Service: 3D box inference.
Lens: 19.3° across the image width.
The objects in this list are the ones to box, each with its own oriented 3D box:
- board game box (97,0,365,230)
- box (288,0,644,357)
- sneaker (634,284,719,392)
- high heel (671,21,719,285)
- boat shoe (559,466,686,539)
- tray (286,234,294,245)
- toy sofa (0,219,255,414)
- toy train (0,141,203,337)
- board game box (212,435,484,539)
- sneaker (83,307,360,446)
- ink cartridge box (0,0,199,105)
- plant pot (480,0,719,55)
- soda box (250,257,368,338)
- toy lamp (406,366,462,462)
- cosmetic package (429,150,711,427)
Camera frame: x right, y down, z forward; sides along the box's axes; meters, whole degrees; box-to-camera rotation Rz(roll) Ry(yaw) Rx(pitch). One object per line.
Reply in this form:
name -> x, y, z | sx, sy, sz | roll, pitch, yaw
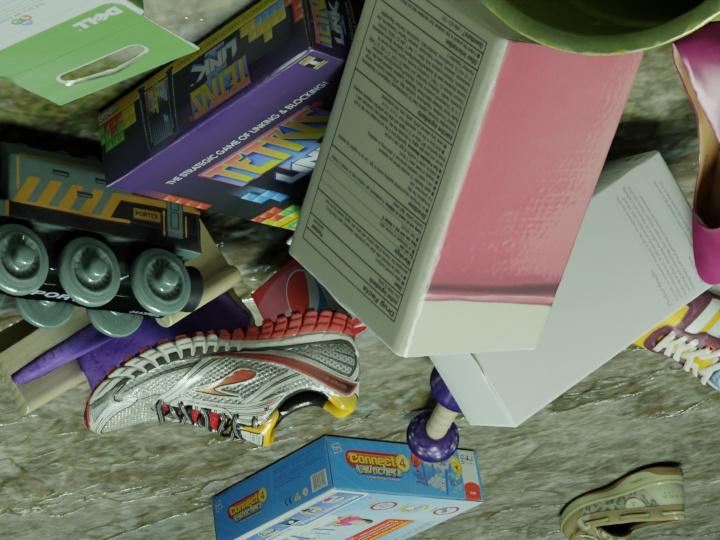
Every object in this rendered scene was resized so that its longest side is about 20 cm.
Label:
board game box -> -0.039, -0.099, 1.332 | 0.165, 0.057, 0.200 | 11, 150, -42
box -> 0.058, -0.067, 1.221 | 0.109, 0.128, 0.200 | -1, 120, -37
sneaker -> 0.290, 0.058, 1.791 | 0.200, 0.090, 0.075 | 0, 156, -22
high heel -> 0.225, -0.075, 1.399 | 0.096, 0.067, 0.200 | -7, 121, -24
boat shoe -> 0.288, 0.274, 2.351 | 0.073, 0.063, 0.200 | 2, 156, -27
tray -> 0.047, -0.064, 1.370 | 0.200, 0.022, 0.107 | -30, -179, 8
toy sofa -> -0.175, 0.045, 1.538 | 0.200, 0.098, 0.083 | -30, -179, 43
toy train -> -0.191, -0.024, 1.378 | 0.200, 0.114, 0.085 | 10, 158, -36
board game box -> -0.014, 0.232, 2.144 | 0.196, 0.056, 0.200 | 9, 151, -38
sneaker -> -0.095, 0.085, 1.485 | 0.200, 0.082, 0.078 | -12, 164, -6
ink cartridge box -> -0.184, -0.159, 1.123 | 0.104, 0.059, 0.200 | -20, 156, 25
plant pot -> 0.170, -0.195, 1.040 | 0.200, 0.200, 0.190 | -24, 165, 33
soda box -> 0.000, 0.000, 1.546 | 0.063, 0.070, 0.200 | -22, 169, -36
toy lamp -> 0.081, 0.121, 1.908 | 0.058, 0.058, 0.200 | -5, 157, -9
cosmetic package -> 0.142, 0.013, 1.477 | 0.200, 0.108, 0.085 | -32, -172, -17
